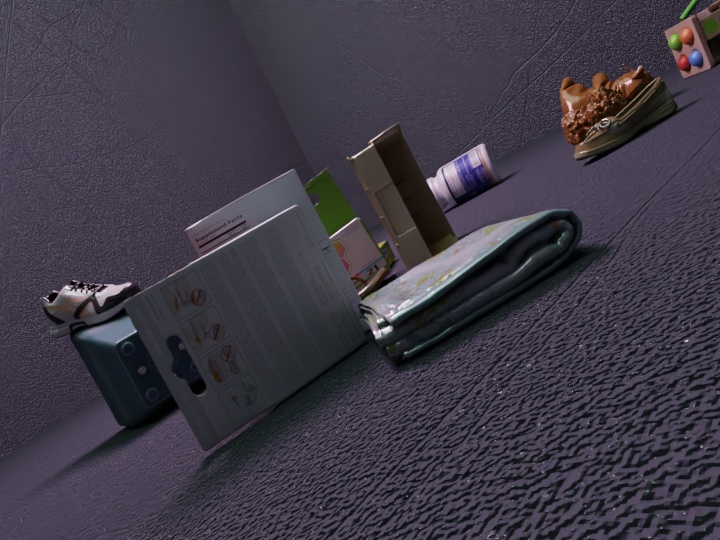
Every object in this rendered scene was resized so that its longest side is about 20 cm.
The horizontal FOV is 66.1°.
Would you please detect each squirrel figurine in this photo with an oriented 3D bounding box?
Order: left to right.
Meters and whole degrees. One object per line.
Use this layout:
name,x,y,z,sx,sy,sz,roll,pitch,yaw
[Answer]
squirrel figurine,0.539,-0.359,1.205,0.183,0.144,0.201,-11,30,39

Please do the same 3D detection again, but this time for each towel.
towel,0.090,0.006,0.526,0.196,0.049,0.171,-30,6,-4

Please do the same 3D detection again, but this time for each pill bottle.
pill bottle,0.283,-0.255,1.546,0.196,0.118,0.116,-27,5,23

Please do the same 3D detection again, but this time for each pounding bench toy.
pounding bench toy,0.820,-0.595,1.322,0.153,0.204,0.124,-27,5,7

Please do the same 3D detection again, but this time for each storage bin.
storage bin,0.072,-0.110,0.868,0.092,0.204,0.199,-28,5,9

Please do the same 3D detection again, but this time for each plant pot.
plant pot,-0.365,0.147,0.969,0.194,0.200,0.198,-31,11,-30

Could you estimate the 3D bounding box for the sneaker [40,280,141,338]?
sneaker,-0.471,0.052,0.953,0.195,0.082,0.074,-19,14,14

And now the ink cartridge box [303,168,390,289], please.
ink cartridge box,-0.061,-0.047,0.938,0.146,0.203,0.076,-34,5,5

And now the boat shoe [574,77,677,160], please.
boat shoe,0.443,-0.254,0.941,0.197,0.064,0.073,-30,5,-1

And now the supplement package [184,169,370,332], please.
supplement package,-0.105,0.011,0.707,0.145,0.204,0.191,-29,6,-11

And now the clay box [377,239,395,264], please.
clay box,0.000,0.000,1.079,0.113,0.049,0.200,-28,5,15

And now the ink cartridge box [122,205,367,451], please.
ink cartridge box,-0.110,0.052,0.560,0.197,0.163,0.047,-31,7,-21

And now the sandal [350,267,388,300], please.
sandal,-0.043,0.044,0.860,0.196,0.055,0.080,-30,5,-3
